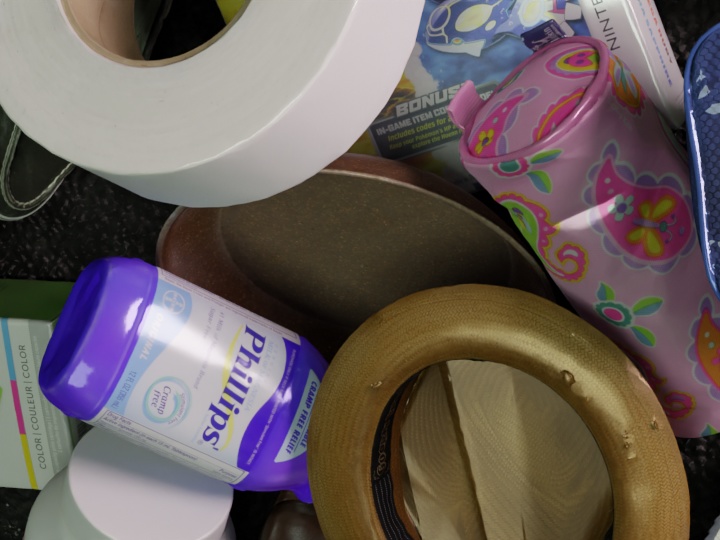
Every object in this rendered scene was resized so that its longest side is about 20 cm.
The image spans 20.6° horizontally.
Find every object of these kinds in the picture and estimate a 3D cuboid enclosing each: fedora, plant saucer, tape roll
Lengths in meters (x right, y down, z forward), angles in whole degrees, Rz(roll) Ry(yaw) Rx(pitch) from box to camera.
[{"bbox_3d":[0.072,0.091,0.946,0.200,0.082,0.201,8,114,19],"label":"fedora"},{"bbox_3d":[0.000,0.000,0.973,0.200,0.037,0.201,8,146,5],"label":"plant saucer"},{"bbox_3d":[-0.074,-0.133,0.885,0.202,0.071,0.203,-5,77,22],"label":"tape roll"}]

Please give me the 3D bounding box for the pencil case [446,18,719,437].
[{"bbox_3d":[0.123,-0.015,0.903,0.087,0.088,0.200,-25,122,27],"label":"pencil case"}]

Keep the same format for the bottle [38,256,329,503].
[{"bbox_3d":[-0.056,0.066,0.979,0.200,0.065,0.084,27,78,-22],"label":"bottle"}]

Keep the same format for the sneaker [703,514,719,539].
[{"bbox_3d":[0.200,0.177,0.979,0.082,0.070,0.200,38,123,29],"label":"sneaker"}]

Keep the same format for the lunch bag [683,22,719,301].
[{"bbox_3d":[0.238,-0.045,0.819,0.199,0.132,0.136,-4,88,15],"label":"lunch bag"}]

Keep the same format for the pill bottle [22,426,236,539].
[{"bbox_3d":[-0.129,0.169,1.058,0.112,0.112,0.200,29,136,8],"label":"pill bottle"}]

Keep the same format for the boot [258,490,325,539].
[{"bbox_3d":[0.005,0.210,1.006,0.186,0.200,0.064,7,147,27],"label":"boot"}]

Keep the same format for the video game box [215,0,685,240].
[{"bbox_3d":[0.035,-0.127,0.947,0.200,0.047,0.183,-17,102,26],"label":"video game box"}]

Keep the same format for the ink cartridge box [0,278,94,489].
[{"bbox_3d":[-0.240,0.060,1.116,0.199,0.059,0.104,3,112,20],"label":"ink cartridge box"}]

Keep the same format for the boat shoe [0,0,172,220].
[{"bbox_3d":[-0.146,-0.101,0.999,0.064,0.071,0.200,48,124,37],"label":"boat shoe"}]
